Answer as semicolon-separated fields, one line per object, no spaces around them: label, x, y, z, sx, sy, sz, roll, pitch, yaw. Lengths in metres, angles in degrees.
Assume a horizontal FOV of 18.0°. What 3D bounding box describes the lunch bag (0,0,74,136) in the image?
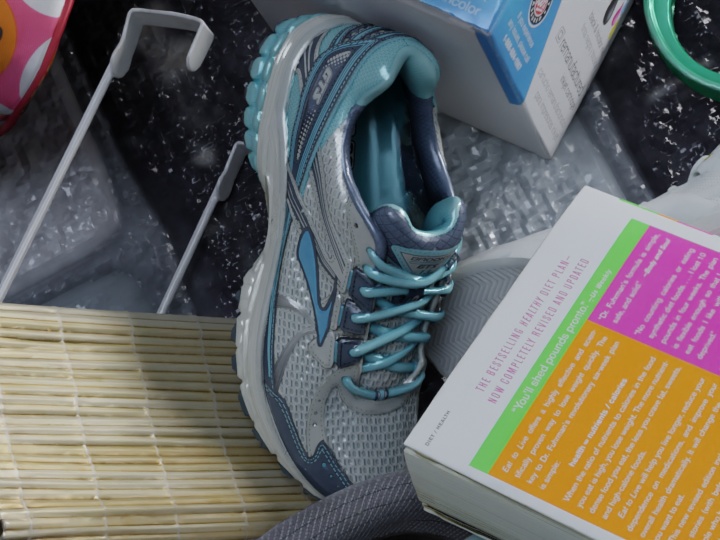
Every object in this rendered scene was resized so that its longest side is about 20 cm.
lunch bag;-0.164;-0.138;0.958;0.082;0.200;0.177;23;71;-20

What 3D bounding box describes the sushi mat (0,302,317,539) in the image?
sushi mat;-0.080;0.060;0.878;0.012;0.200;0.096;-27;71;31

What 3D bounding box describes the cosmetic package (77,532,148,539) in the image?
cosmetic package;-0.167;0.146;0.895;0.200;0.051;0.083;-41;83;30

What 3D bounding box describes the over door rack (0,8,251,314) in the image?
over door rack;-0.117;-0.001;0.926;0.066;0.148;0.200;32;82;24

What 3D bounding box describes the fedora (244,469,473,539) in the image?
fedora;-0.021;0.158;0.871;0.200;0.177;0.090;-42;33;-21

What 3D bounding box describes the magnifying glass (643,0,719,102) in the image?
magnifying glass;0.204;-0.079;0.938;0.200;0.022;0.080;36;85;20

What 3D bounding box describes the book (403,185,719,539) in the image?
book;0.134;0.058;0.778;0.199;0.048;0.134;24;64;24

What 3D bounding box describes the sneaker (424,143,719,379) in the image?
sneaker;0.124;-0.005;0.915;0.199;0.116;0.074;-11;110;39

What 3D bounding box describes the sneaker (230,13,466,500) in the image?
sneaker;0.000;0.000;0.896;0.086;0.077;0.201;7;104;51

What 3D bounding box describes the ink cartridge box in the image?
ink cartridge box;0.052;-0.182;0.940;0.145;0.147;0.201;26;82;20

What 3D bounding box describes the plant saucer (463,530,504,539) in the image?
plant saucer;0.091;0.182;0.804;0.200;0.039;0.202;0;98;2
